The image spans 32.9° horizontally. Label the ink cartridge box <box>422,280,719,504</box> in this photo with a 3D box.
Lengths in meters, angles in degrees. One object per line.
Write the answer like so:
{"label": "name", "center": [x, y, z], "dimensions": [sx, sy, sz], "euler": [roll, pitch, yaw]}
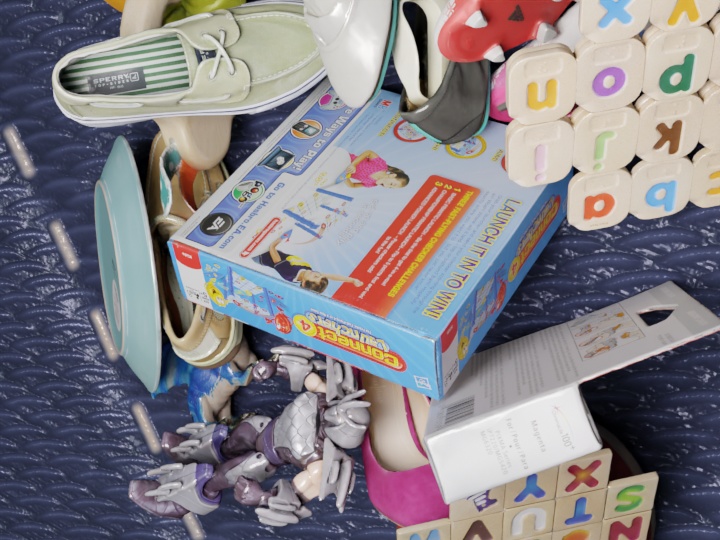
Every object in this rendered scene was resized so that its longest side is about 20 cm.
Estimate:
{"label": "ink cartridge box", "center": [0.128, 0.067, 0.739], "dimensions": [0.172, 0.200, 0.044], "euler": [-20, 94, 8]}

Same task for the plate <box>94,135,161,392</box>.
{"label": "plate", "center": [-0.184, -0.003, 0.945], "dimensions": [0.200, 0.025, 0.202], "euler": [172, 90, -72]}

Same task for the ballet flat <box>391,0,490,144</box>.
{"label": "ballet flat", "center": [0.054, -0.184, 0.787], "dimensions": [0.068, 0.068, 0.202], "euler": [-6, 82, 56]}

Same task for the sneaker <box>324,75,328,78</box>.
{"label": "sneaker", "center": [-0.024, -0.238, 0.853], "dimensions": [0.076, 0.115, 0.200], "euler": [9, 134, 22]}

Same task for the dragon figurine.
{"label": "dragon figurine", "center": [-0.131, 0.085, 0.991], "dimensions": [0.099, 0.059, 0.201], "euler": [33, 111, 20]}

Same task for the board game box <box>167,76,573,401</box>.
{"label": "board game box", "center": [0.012, -0.032, 0.802], "dimensions": [0.195, 0.200, 0.056], "euler": [20, 140, 25]}

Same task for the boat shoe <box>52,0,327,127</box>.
{"label": "boat shoe", "center": [-0.106, -0.134, 0.805], "dimensions": [0.198, 0.062, 0.073], "euler": [-15, 94, -4]}

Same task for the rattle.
{"label": "rattle", "center": [-0.160, -0.128, 0.908], "dimensions": [0.142, 0.130, 0.202], "euler": [2, 95, 19]}

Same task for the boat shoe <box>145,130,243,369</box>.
{"label": "boat shoe", "center": [-0.131, -0.030, 0.917], "dimensions": [0.071, 0.076, 0.201], "euler": [-21, 66, 13]}

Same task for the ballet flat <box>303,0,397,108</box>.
{"label": "ballet flat", "center": [-0.009, -0.206, 0.764], "dimensions": [0.069, 0.069, 0.202], "euler": [15, 100, 25]}

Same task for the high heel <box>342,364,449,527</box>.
{"label": "high heel", "center": [0.031, 0.104, 0.851], "dimensions": [0.067, 0.200, 0.097], "euler": [-8, 109, -7]}

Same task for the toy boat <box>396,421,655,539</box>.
{"label": "toy boat", "center": [0.103, 0.186, 0.847], "dimensions": [0.199, 0.131, 0.131], "euler": [-32, 87, 31]}

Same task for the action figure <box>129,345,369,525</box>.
{"label": "action figure", "center": [-0.069, 0.125, 0.864], "dimensions": [0.199, 0.131, 0.069], "euler": [-24, 128, 34]}

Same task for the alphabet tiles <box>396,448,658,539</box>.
{"label": "alphabet tiles", "center": [0.104, 0.189, 0.774], "dimensions": [0.165, 0.006, 0.201], "euler": [-11, 133, -9]}

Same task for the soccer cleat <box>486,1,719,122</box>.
{"label": "soccer cleat", "center": [0.163, -0.156, 0.777], "dimensions": [0.199, 0.070, 0.087], "euler": [-18, 67, 36]}

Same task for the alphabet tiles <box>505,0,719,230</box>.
{"label": "alphabet tiles", "center": [0.182, -0.105, 0.716], "dimensions": [0.198, 0.015, 0.196], "euler": [-11, 136, -3]}

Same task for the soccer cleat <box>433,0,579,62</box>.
{"label": "soccer cleat", "center": [0.115, -0.210, 0.751], "dimensions": [0.200, 0.069, 0.085], "euler": [-44, 54, 5]}
